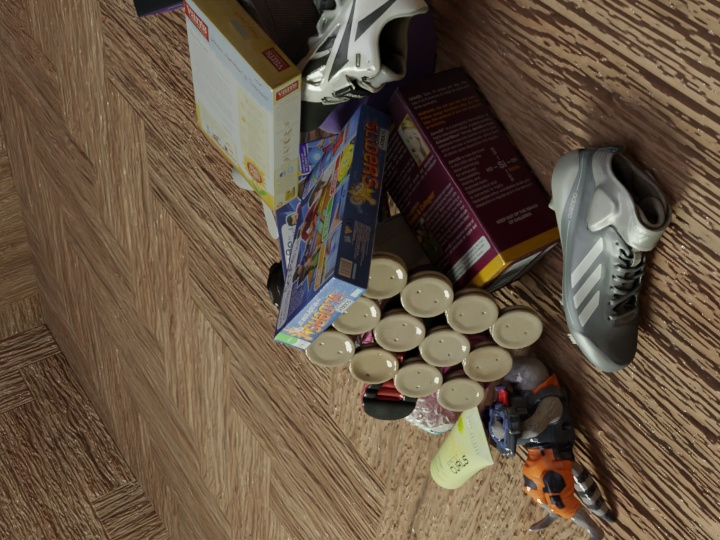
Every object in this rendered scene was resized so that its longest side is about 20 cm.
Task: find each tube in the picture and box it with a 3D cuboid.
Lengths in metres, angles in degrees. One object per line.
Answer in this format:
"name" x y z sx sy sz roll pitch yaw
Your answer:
"tube" 0.121 0.208 1.046 0.058 0.052 0.200 35 157 9

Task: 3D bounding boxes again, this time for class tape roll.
"tape roll" -0.014 -0.252 0.956 0.200 0.085 0.200 41 143 41

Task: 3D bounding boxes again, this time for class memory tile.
"memory tile" 0.059 0.064 0.869 0.153 0.200 0.017 -57 22 33

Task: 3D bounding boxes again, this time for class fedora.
"fedora" -0.101 -0.254 0.917 0.177 0.090 0.200 31 147 52

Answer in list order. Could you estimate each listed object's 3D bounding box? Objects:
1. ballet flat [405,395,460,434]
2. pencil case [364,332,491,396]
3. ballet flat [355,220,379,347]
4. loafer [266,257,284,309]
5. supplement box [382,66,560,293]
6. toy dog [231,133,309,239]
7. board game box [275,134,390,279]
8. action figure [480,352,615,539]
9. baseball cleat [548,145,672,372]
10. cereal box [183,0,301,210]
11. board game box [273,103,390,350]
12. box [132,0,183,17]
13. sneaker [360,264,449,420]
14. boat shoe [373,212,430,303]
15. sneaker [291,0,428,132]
"ballet flat" 0.048 0.126 1.132 0.200 0.072 0.072 39 141 39
"pencil case" 0.063 0.079 1.047 0.200 0.094 0.091 28 148 53
"ballet flat" 0.000 0.000 0.978 0.072 0.072 0.201 15 97 56
"loafer" -0.087 0.016 1.178 0.200 0.071 0.073 -40 -68 -75
"supplement box" 0.097 -0.081 0.880 0.200 0.086 0.110 60 152 13
"toy dog" -0.072 -0.087 1.171 0.200 0.132 0.096 55 -171 31
"board game box" -0.032 -0.053 1.049 0.135 0.034 0.200 -10 84 25
"action figure" 0.189 0.179 0.941 0.200 0.104 0.194 -116 11 -88
"baseball cleat" 0.213 -0.004 0.751 0.106 0.070 0.200 3 113 60
"cereal box" -0.114 -0.167 0.883 0.144 0.039 0.200 50 157 19
"board game box" -0.027 -0.041 0.849 0.135 0.034 0.200 -44 30 51
"box" -0.192 -0.375 1.118 0.200 0.141 0.079 14 124 57
"sneaker" 0.037 0.061 0.932 0.087 0.074 0.200 -95 18 -52
"boat shoe" 0.006 0.010 0.910 0.071 0.200 0.070 56 174 -10
"sneaker" -0.007 -0.188 0.831 0.089 0.074 0.200 47 134 13
